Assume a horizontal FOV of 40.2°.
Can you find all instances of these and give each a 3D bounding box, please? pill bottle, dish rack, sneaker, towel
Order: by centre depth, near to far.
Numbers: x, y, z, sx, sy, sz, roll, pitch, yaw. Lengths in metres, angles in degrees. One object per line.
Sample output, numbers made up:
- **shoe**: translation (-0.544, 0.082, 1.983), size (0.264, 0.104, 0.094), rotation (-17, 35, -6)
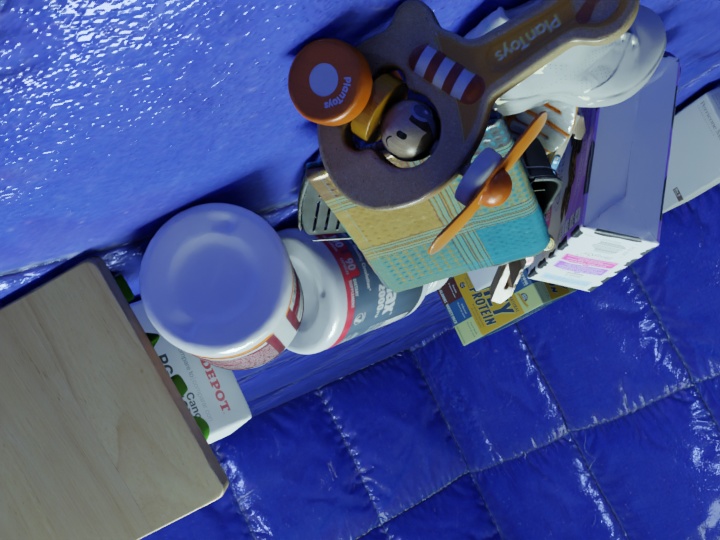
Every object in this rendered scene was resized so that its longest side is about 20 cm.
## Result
- **sneaker**: translation (0.153, -0.161, 0.674), size (0.199, 0.076, 0.089), rotation (-20, 158, -31)
- **towel**: translation (0.058, -0.046, 0.739), size (0.145, 0.022, 0.200), rotation (-15, 151, 14)
- **pill bottle**: translation (-0.105, 0.021, 0.804), size (0.113, 0.115, 0.200), rotation (-26, 171, -4)
- **dish rack**: translation (0.049, -0.053, 0.805), size (0.197, 0.055, 0.154), rotation (-4, 154, -10)
- **sneaker**: translation (0.137, -0.130, 0.824), size (0.078, 0.078, 0.200), rotation (-56, 176, -23)
- **pill bottle**: translation (0.000, 0.000, 0.980), size (0.199, 0.121, 0.119), rotation (-19, 169, -46)

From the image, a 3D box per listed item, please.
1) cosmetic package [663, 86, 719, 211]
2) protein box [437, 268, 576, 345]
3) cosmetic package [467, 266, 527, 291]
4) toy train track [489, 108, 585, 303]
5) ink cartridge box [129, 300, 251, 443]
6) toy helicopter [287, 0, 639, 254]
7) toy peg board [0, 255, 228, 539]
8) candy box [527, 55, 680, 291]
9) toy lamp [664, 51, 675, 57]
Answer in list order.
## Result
- **cosmetic package**: translation (0.481, -0.172, 1.404), size (0.081, 0.114, 0.200), rotation (-23, 169, -24)
- **protein box**: translation (0.302, 0.037, 2.026), size (0.199, 0.136, 0.198), rotation (-32, 170, 32)
- **cosmetic package**: translation (0.203, -0.068, 1.230), size (0.081, 0.114, 0.200), rotation (-19, 170, -40)
- **toy train track**: translation (0.166, -0.054, 0.891), size (0.115, 0.032, 0.202), rotation (-85, -169, -57)
- **ink cartridge box**: translation (-0.220, 0.115, 0.902), size (0.199, 0.146, 0.083), rotation (-22, 170, -30)
- **toy helicopter**: translation (0.066, -0.098, 0.545), size (0.199, 0.133, 0.079), rotation (-30, 171, 19)
- **toy peg board**: translation (-0.227, 0.116, 0.775), size (0.198, 0.201, 0.098), rotation (-28, -174, 9)
- **candy box**: translation (0.222, -0.086, 0.920), size (0.071, 0.170, 0.200), rotation (11, 166, -1)
- **toy lamp**: translation (0.274, -0.171, 1.015), size (0.058, 0.059, 0.200), rotation (-25, 172, -11)
